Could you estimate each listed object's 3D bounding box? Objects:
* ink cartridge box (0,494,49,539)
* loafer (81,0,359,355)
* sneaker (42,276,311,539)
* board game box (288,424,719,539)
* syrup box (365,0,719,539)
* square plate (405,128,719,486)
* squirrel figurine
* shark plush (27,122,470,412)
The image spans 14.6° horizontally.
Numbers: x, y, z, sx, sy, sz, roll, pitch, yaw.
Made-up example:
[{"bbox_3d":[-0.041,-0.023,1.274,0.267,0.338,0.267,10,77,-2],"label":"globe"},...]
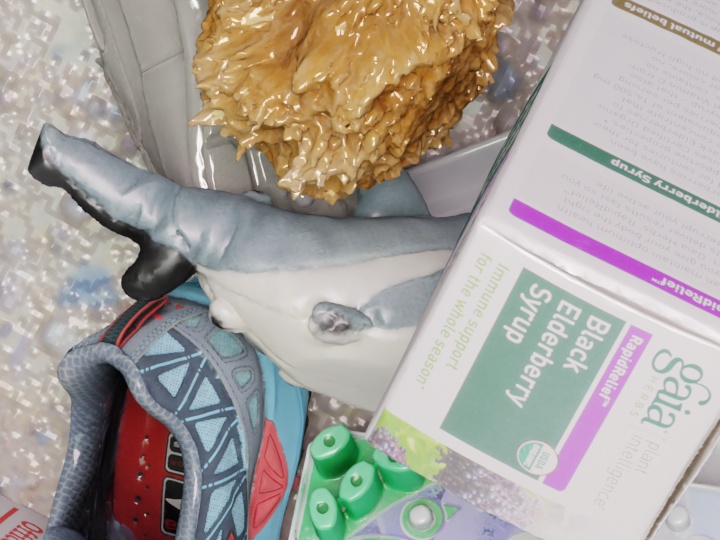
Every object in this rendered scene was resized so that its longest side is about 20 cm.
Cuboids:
[{"bbox_3d":[-0.165,0.097,0.897,0.200,0.115,0.068,27,99,2],"label":"ink cartridge box"},{"bbox_3d":[-0.046,-0.068,0.874,0.070,0.070,0.200,-15,89,-28],"label":"loafer"},{"bbox_3d":[-0.071,0.104,0.889,0.079,0.095,0.200,4,98,31],"label":"sneaker"},{"bbox_3d":[0.062,0.152,0.836,0.200,0.026,0.200,8,70,10],"label":"board game box"},{"bbox_3d":[0.075,-0.017,0.762,0.081,0.200,0.079,27,126,3],"label":"syrup box"},{"bbox_3d":[0.107,0.036,0.890,0.198,0.028,0.200,-22,96,12],"label":"square plate"},{"bbox_3d":[0.009,-0.119,0.761,0.141,0.187,0.200,-5,88,-23],"label":"squirrel figurine"},{"bbox_3d":[0.000,0.000,0.834,0.200,0.091,0.083,11,63,-1],"label":"shark plush"}]
